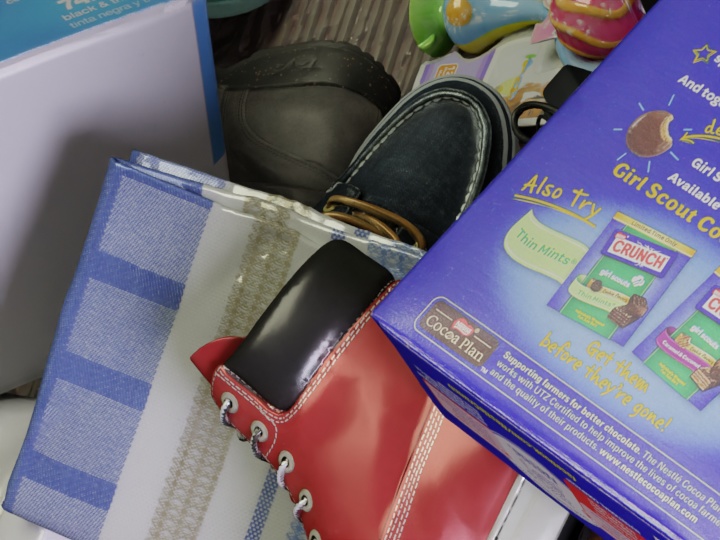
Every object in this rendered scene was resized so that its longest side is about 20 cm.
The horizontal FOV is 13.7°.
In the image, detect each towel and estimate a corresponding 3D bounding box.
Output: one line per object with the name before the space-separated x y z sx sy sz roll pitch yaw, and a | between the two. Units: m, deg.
towel | -0.017 0.053 1.059 0.200 0.024 0.147 20 97 13

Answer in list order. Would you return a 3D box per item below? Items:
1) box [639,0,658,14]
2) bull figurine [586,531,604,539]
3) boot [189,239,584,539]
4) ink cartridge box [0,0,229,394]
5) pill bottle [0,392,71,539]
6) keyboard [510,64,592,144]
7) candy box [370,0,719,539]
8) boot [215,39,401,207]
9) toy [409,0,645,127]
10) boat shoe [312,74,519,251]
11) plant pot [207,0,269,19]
box | 0.215 -0.113 1.049 0.141 0.079 0.200 -41 31 -28
bull figurine | 0.120 0.145 0.929 0.121 0.065 0.200 -50 37 -6
boot | -0.010 0.098 1.014 0.144 0.072 0.200 25 92 14
ink cartridge box | -0.162 -0.071 1.200 0.146 0.147 0.200 -23 41 -21
pill bottle | -0.152 0.104 1.188 0.200 0.113 0.113 8 61 46
keyboard | 0.122 -0.022 1.055 0.040 0.104 0.200 -67 28 27
candy box | 0.134 -0.002 0.916 0.200 0.077 0.169 -47 53 -9
boot | -0.082 -0.025 1.282 0.200 0.070 0.132 -10 50 36
toy | 0.100 -0.116 1.212 0.200 0.047 0.115 -5 54 42
boat shoe | 0.000 0.000 1.148 0.071 0.091 0.200 24 75 18
plant pot | -0.153 -0.193 1.423 0.196 0.200 0.200 -15 45 44
